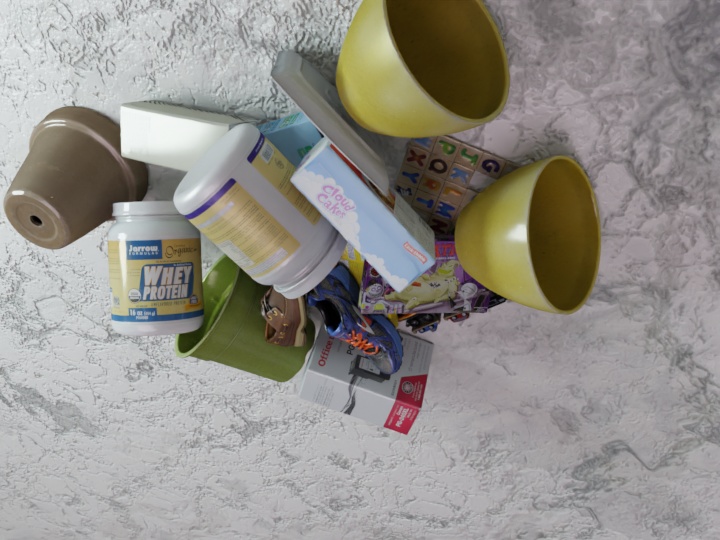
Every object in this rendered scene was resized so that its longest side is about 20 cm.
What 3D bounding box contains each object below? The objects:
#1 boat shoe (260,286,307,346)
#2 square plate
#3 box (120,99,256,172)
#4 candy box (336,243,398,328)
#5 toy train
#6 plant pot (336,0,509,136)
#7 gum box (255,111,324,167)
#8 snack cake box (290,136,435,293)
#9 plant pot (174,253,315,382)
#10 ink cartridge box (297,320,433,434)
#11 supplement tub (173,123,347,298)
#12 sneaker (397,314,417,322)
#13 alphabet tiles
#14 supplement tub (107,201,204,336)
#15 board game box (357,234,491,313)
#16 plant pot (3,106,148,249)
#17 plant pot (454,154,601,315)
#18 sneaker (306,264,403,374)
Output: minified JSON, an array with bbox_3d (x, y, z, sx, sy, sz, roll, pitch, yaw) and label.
[{"bbox_3d":[-0.117,0.059,1.172,0.067,0.073,0.201,-7,147,-10],"label":"boat shoe"},{"bbox_3d":[-0.032,-0.198,0.980,0.028,0.200,0.198,-42,109,15],"label":"square plate"},{"bbox_3d":[-0.249,-0.190,1.112,0.198,0.068,0.083,16,113,23],"label":"box"},{"bbox_3d":[0.000,0.000,1.164,0.101,0.026,0.201,15,131,29],"label":"candy box"},{"bbox_3d":[0.155,0.060,1.238,0.199,0.034,0.046,-24,130,36],"label":"toy train"},{"bbox_3d":[0.054,-0.236,0.895,0.200,0.201,0.141,45,140,-20],"label":"plant pot"},{"bbox_3d":[-0.107,-0.139,1.155,0.198,0.045,0.171,-12,125,30],"label":"gum box"},{"bbox_3d":[0.008,-0.079,0.990,0.067,0.115,0.200,-40,103,19],"label":"snack cake box"},{"bbox_3d":[-0.185,0.098,1.323,0.189,0.201,0.200,32,136,-25],"label":"plant pot"},{"bbox_3d":[0.010,0.168,1.306,0.198,0.146,0.084,19,135,-1],"label":"ink cartridge box"},{"bbox_3d":[-0.125,-0.074,1.006,0.145,0.146,0.200,-26,119,38],"label":"supplement tub"},{"bbox_3d":[0.053,0.050,1.238,0.078,0.078,0.200,39,135,-16],"label":"sneaker"},{"bbox_3d":[0.128,-0.101,1.119,0.166,0.008,0.201,22,134,2],"label":"alphabet tiles"},{"bbox_3d":[-0.321,-0.005,1.212,0.143,0.144,0.202,0,94,23],"label":"supplement tub"},{"bbox_3d":[0.100,0.006,1.124,0.198,0.032,0.121,0,114,-14],"label":"board game box"},{"bbox_3d":[-0.464,-0.128,1.223,0.198,0.175,0.201,12,135,12],"label":"plant pot"},{"bbox_3d":[0.210,-0.043,1.023,0.141,0.201,0.201,-2,131,42],"label":"plant pot"},{"bbox_3d":[-0.014,0.084,1.166,0.200,0.079,0.075,49,138,-9],"label":"sneaker"}]
